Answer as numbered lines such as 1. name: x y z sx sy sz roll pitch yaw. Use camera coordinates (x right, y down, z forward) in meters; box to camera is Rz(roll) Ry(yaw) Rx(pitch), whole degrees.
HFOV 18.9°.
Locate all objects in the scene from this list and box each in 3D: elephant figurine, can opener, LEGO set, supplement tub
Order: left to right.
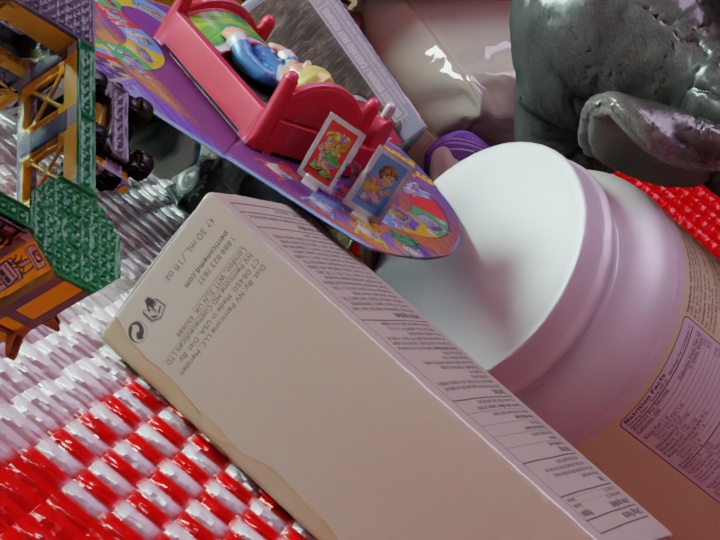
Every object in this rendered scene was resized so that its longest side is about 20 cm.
1. LEGO set: -0.171 -0.048 0.649 0.200 0.116 0.155 23 48 -46
2. can opener: -0.035 -0.013 1.021 0.067 0.053 0.200 29 15 -39
3. supplement tub: 0.112 0.043 1.000 0.200 0.145 0.145 36 10 -37
4. elephant figurine: 0.166 -0.081 0.992 0.154 0.142 0.200 0 19 -36

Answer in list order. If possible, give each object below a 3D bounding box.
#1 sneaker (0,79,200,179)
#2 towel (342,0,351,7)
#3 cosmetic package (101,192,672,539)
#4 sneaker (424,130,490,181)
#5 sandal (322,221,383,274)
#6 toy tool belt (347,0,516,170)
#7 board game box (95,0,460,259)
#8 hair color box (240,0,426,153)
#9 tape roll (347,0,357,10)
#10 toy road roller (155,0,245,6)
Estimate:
1. sneaker: -0.138 -0.088 0.959 0.200 0.072 0.073 14 51 -52
2. towel: 0.029 -0.084 1.421 0.200 0.022 0.147 46 -29 43
3. cosmetic package: 0.011 0.062 0.806 0.200 0.073 0.103 42 11 17
4. sneaker: 0.107 -0.010 1.109 0.200 0.080 0.084 39 25 -36
5. sandal: -0.001 0.006 1.088 0.069 0.078 0.212 8 -6 16
6. toy tool belt: 0.033 -0.111 1.187 0.124 0.123 0.200 -19 49 -26
7. board game box: -0.033 -0.080 0.919 0.199 0.039 0.158 33 18 -2
8. hair color box: -0.028 -0.081 1.100 0.099 0.061 0.200 55 -7 1
9. tape roll: -0.032 -0.167 1.283 0.202 0.203 0.071 32 13 -35
10. toy road roller: -0.120 -0.196 1.116 0.145 0.201 0.123 15 13 -6
